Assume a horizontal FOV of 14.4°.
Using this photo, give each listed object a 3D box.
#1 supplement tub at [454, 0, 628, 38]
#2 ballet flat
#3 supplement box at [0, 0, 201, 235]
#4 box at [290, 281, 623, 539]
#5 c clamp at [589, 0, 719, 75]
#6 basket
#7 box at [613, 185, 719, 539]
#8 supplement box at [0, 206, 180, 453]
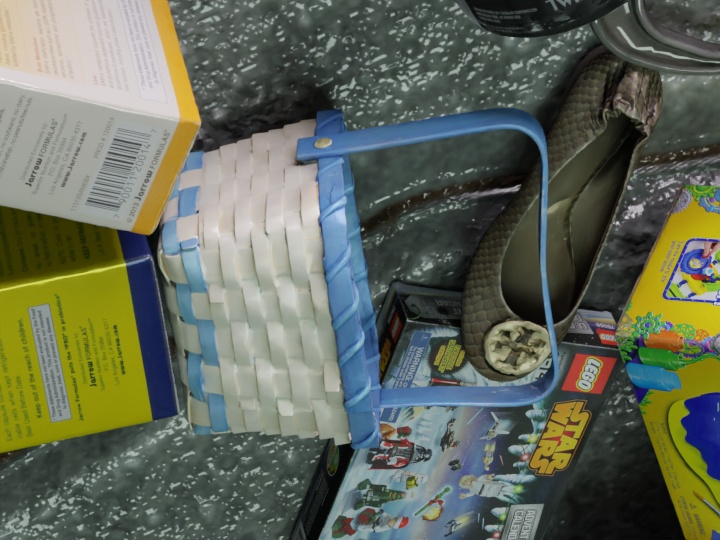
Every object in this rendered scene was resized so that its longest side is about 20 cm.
[{"bbox_3d":[0.061,-0.216,1.333,0.122,0.123,0.200,-28,129,7],"label":"supplement tub"},{"bbox_3d":[0.109,-0.025,1.519,0.067,0.046,0.200,16,109,-25],"label":"ballet flat"},{"bbox_3d":[-0.187,-0.097,1.355,0.200,0.126,0.074,12,124,-22],"label":"supplement box"},{"bbox_3d":[0.053,0.104,1.630,0.137,0.040,0.200,7,124,-21],"label":"box"},{"bbox_3d":[0.212,-0.178,1.455,0.171,0.027,0.200,22,111,-25],"label":"c clamp"},{"bbox_3d":[0.000,0.000,1.463,0.200,0.139,0.177,-1,123,4],"label":"basket"},{"bbox_3d":[0.267,0.068,1.553,0.192,0.122,0.200,4,136,30],"label":"box"},{"bbox_3d":[-0.203,0.022,1.453,0.200,0.109,0.110,-11,129,-6],"label":"supplement box"}]
